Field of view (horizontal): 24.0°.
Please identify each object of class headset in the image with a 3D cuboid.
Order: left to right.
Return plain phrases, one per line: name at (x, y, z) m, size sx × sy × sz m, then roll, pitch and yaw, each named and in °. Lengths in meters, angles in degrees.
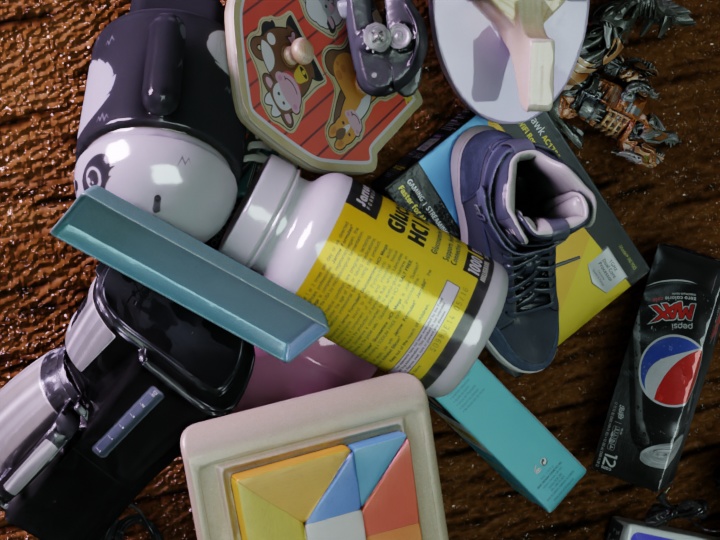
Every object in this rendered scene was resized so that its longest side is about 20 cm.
headset at (0.335, 0.212, 1.474) m, size 0.199 × 0.093 × 0.125 m, roll 10°, pitch 66°, yaw -46°

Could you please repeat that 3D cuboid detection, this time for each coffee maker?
coffee maker at (-0.169, 0.110, 1.265) m, size 0.191 × 0.135 × 0.200 m, roll 28°, pitch 124°, yaw -32°

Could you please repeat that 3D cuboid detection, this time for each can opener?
can opener at (0.008, -0.229, 1.277) m, size 0.063 × 0.079 × 0.202 m, roll -11°, pitch 94°, yaw -6°

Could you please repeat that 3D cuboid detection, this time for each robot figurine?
robot figurine at (-0.146, -0.110, 1.240) m, size 0.150 × 0.124 × 0.202 m, roll 42°, pitch 43°, yaw -47°

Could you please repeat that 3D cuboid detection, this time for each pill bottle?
pill bottle at (0.000, 0.000, 1.245) m, size 0.199 × 0.112 × 0.113 m, roll 29°, pitch 91°, yaw -8°

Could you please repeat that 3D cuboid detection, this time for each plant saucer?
plant saucer at (-0.118, 0.002, 1.189) m, size 0.199 × 0.070 × 0.019 m, roll 29°, pitch 55°, yaw -17°

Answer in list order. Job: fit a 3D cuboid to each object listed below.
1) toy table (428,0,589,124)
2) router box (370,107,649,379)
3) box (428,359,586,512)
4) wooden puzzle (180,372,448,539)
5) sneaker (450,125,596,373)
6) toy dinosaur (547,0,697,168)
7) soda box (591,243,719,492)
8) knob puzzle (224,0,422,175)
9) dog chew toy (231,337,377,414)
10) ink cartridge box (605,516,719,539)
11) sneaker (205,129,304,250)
toy table at (0.125, -0.211, 1.273) m, size 0.182 × 0.117 × 0.202 m, roll -12°, pitch 98°, yaw -7°
router box at (0.124, -0.036, 1.397) m, size 0.149 × 0.051 × 0.201 m, roll -39°, pitch 107°, yaw -7°
box at (0.094, 0.111, 1.399) m, size 0.049 × 0.082 × 0.200 m, roll -47°, pitch 109°, yaw -7°
wooden puzzle at (-0.022, 0.189, 1.194) m, size 0.183 × 0.037 × 0.202 m, roll -13°, pitch 96°, yaw -19°
sneaker at (0.131, -0.006, 1.300) m, size 0.076 × 0.146 × 0.204 m, roll -19°, pitch 104°, yaw -16°
toy dinosaur at (0.194, -0.179, 1.372) m, size 0.136 × 0.102 × 0.200 m, roll -42°, pitch 120°, yaw 5°
soda box at (0.259, 0.082, 1.439) m, size 0.063 × 0.071 × 0.202 m, roll 17°, pitch 96°, yaw 20°
knob puzzle at (-0.031, -0.162, 1.276) m, size 0.219 × 0.030 × 0.222 m, roll 19°, pitch 64°, yaw -47°
dog chew toy at (-0.039, 0.062, 1.337) m, size 0.124 × 0.124 × 0.201 m, roll 27°, pitch 83°, yaw -19°
ink cartridge box at (0.290, 0.334, 1.520) m, size 0.198 × 0.043 × 0.200 m, roll 15°, pitch 96°, yaw -17°
sneaker at (-0.072, -0.079, 1.315) m, size 0.071 × 0.080 × 0.201 m, roll 25°, pitch 92°, yaw -17°
